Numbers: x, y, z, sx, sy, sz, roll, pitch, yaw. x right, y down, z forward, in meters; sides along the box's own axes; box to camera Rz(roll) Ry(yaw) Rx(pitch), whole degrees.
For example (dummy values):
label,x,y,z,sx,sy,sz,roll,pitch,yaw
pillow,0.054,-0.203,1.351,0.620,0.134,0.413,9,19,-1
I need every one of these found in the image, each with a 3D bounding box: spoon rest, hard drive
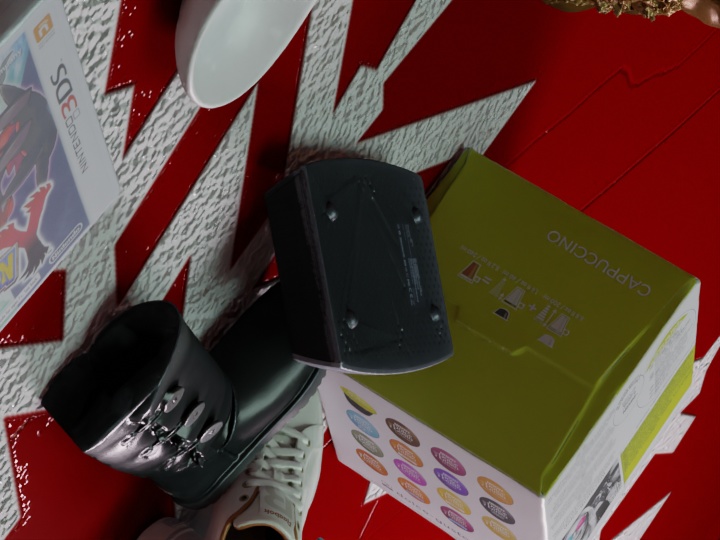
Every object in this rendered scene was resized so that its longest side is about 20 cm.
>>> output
label,x,y,z,sx,sy,sz,roll,pitch,yaw
spoon rest,-0.033,-0.171,1.184,0.200,0.061,0.099,-62,160,6
hard drive,0.000,0.000,1.437,0.200,0.042,0.135,-2,80,-69

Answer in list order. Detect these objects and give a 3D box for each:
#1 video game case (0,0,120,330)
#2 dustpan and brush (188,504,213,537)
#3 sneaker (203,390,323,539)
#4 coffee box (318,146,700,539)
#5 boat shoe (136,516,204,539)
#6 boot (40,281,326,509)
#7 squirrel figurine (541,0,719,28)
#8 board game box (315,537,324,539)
label,x,y,z,sx,sy,sz,roll,pitch,yaw
video game case,-0.192,-0.017,1.076,0.200,0.023,0.182,-51,159,-21
dustpan and brush,-0.099,0.214,1.569,0.200,0.057,0.140,-47,160,-5
sneaker,-0.055,0.144,1.466,0.085,0.073,0.200,-35,-144,57
coffee box,0.107,0.073,1.659,0.200,0.199,0.198,-52,159,-19
boat shoe,-0.149,0.260,1.501,0.200,0.068,0.072,-58,158,-4
boot,-0.094,0.051,1.362,0.165,0.066,0.200,-58,156,-7
squirrel figurine,0.191,-0.200,1.492,0.200,0.186,0.142,-24,140,-58
board game box,-0.098,0.287,1.611,0.200,0.047,0.151,-47,-178,-30
